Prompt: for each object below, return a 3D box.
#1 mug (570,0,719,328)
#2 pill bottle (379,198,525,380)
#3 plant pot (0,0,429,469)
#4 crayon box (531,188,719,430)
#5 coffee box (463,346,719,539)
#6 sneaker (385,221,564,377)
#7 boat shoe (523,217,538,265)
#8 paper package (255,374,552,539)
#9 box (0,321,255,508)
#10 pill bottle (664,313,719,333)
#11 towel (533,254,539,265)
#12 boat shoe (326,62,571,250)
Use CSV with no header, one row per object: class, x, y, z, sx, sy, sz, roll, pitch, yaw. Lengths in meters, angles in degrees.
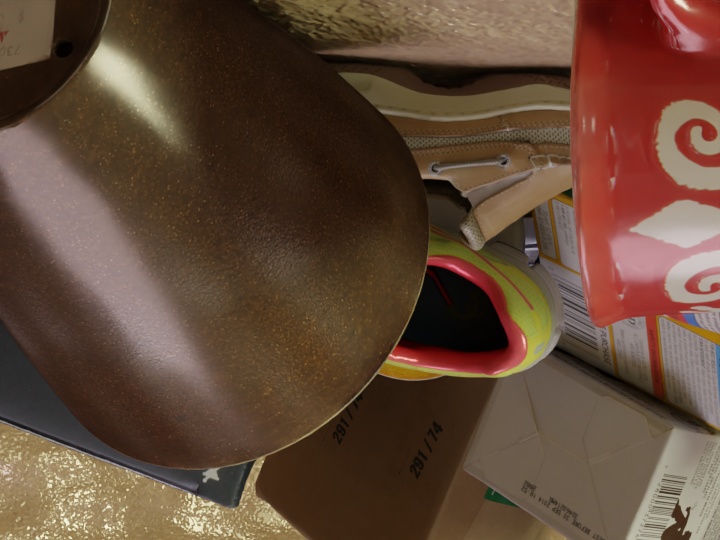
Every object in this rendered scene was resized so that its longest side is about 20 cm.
mug,0.173,-0.051,0.652,0.198,0.135,0.177,0,171,13
pill bottle,0.030,0.000,1.071,0.111,0.114,0.200,5,171,2
plant pot,-0.093,-0.046,0.764,0.185,0.189,0.200,1,155,24
crayon box,0.177,0.022,0.922,0.199,0.052,0.126,29,151,32
coffee box,0.166,0.104,1.047,0.113,0.081,0.199,30,-169,41
sneaker,0.000,0.000,0.915,0.198,0.079,0.090,16,-166,4
boat shoe,0.155,0.011,1.194,0.198,0.069,0.071,12,168,-35
paper package,0.046,0.102,1.254,0.103,0.202,0.190,14,-167,-40
box,-0.136,0.035,1.122,0.195,0.119,0.200,20,-176,-1
pill bottle,0.219,-0.009,0.777,0.198,0.113,0.112,18,177,28
towel,0.155,0.044,1.125,0.048,0.112,0.200,26,171,41
boat shoe,0.058,-0.046,0.889,0.198,0.077,0.072,3,168,9
